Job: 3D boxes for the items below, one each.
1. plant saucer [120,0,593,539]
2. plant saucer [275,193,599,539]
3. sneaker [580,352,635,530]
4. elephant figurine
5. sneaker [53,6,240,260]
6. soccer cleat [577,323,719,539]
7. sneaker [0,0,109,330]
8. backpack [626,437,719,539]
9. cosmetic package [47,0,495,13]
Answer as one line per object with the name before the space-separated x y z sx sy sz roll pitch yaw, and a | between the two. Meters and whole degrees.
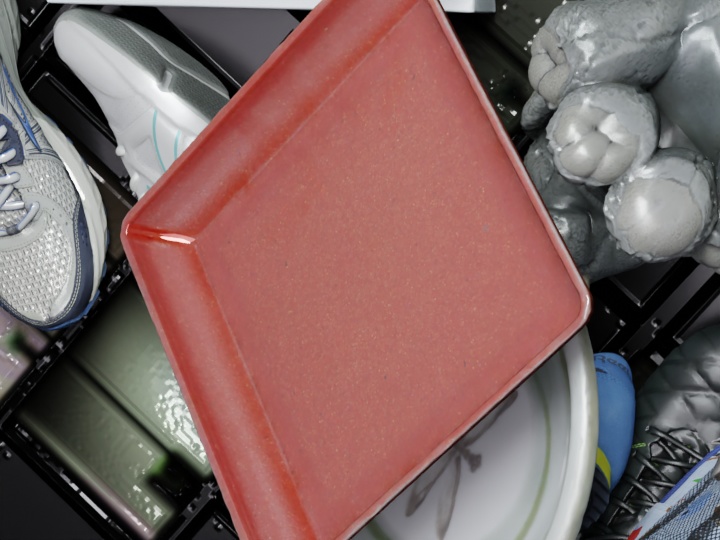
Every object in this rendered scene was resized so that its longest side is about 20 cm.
plant saucer | 0.000 0.000 1.008 0.200 0.037 0.200 -45 53 30
plant saucer | 0.031 0.068 1.025 0.200 0.050 0.200 -10 75 43
sneaker | 0.044 0.092 1.109 0.200 0.078 0.066 -28 116 39
elephant figurine | 0.115 -0.048 1.053 0.155 0.200 0.142 -5 78 -9
sneaker | -0.075 -0.036 1.125 0.200 0.070 0.080 46 109 6
soccer cleat | 0.124 0.117 1.081 0.068 0.081 0.200 29 102 10
sneaker | -0.183 -0.062 1.142 0.077 0.085 0.200 -23 90 16
backpack | 0.215 0.124 1.008 0.190 0.154 0.200 -41 109 -9
cosmetic package | -0.039 -0.191 1.108 0.200 0.052 0.151 2 98 15
